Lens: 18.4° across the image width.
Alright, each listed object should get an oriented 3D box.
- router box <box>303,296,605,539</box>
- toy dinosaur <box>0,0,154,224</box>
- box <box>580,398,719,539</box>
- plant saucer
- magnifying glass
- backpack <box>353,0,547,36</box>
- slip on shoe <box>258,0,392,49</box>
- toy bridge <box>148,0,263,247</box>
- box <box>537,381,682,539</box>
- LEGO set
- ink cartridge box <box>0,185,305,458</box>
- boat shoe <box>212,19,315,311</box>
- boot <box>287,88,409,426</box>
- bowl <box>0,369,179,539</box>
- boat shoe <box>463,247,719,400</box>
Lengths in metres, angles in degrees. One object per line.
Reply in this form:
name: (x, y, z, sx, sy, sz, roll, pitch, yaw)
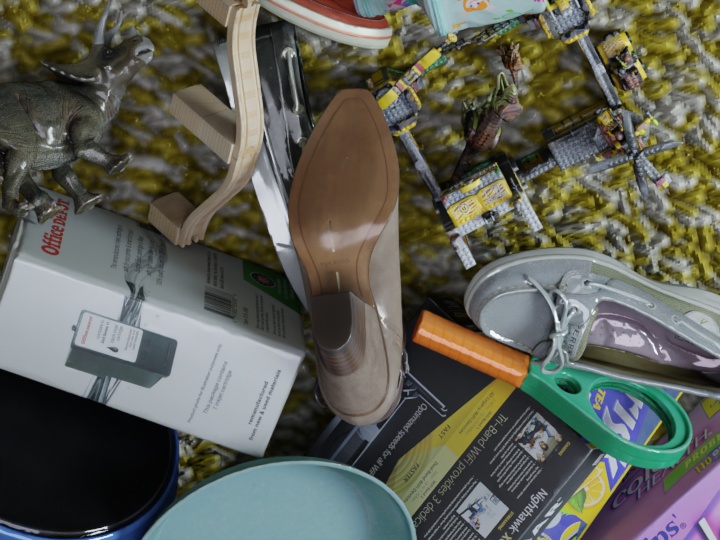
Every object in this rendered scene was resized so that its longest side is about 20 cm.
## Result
router box: (0.051, 0.144, 1.530, 0.157, 0.052, 0.200, 43, 104, 18)
toy dinosaur: (-0.214, -0.086, 1.428, 0.199, 0.077, 0.103, -27, 76, -32)
box: (0.278, 0.208, 1.584, 0.176, 0.097, 0.200, -42, 106, 10)
plant saucer: (-0.062, 0.190, 1.469, 0.198, 0.036, 0.201, -9, 130, -11)
magnifying glass: (0.129, 0.075, 1.476, 0.199, 0.080, 0.022, 22, 124, -5)
backpack: (0.051, -0.234, 1.365, 0.149, 0.200, 0.179, -14, 110, 1)
slip on shoe: (-0.060, -0.208, 1.437, 0.199, 0.074, 0.061, 34, 100, -9)
toy bridge: (-0.093, -0.095, 1.438, 0.027, 0.067, 0.201, -22, 142, -39)
box: (0.159, 0.110, 1.560, 0.070, 0.064, 0.201, 30, 103, -13)
LEGO set: (0.101, -0.095, 1.458, 0.199, 0.116, 0.155, -20, 109, 2)
ink cartridge box: (-0.144, 0.031, 1.469, 0.199, 0.147, 0.084, 21, 107, -9)
boat shoe: (-0.040, -0.067, 1.483, 0.063, 0.071, 0.201, -16, 107, 3)
boot: (0.000, 0.000, 1.458, 0.070, 0.146, 0.202, 3, 73, 14)
bowl: (-0.213, 0.112, 1.465, 0.199, 0.201, 0.039, 19, 132, -10)
boat shoe: (0.167, 0.040, 1.461, 0.201, 0.065, 0.075, 15, 123, -14)
